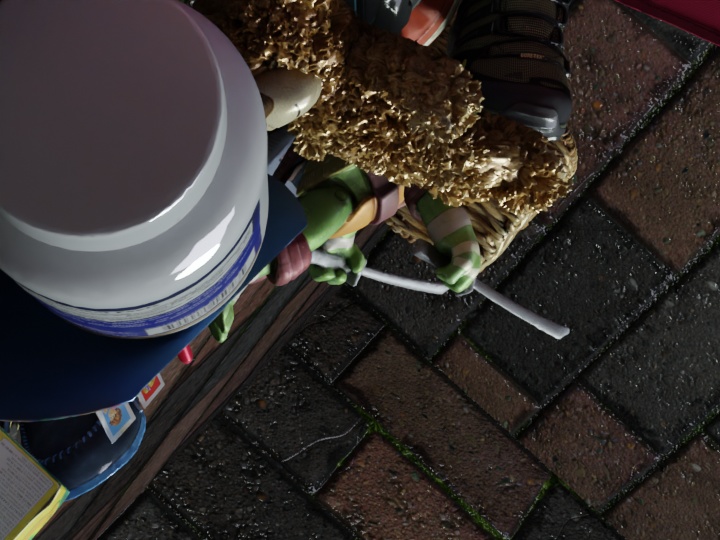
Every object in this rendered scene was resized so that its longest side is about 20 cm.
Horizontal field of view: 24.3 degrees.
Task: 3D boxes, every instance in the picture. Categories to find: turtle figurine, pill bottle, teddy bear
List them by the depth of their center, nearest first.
[{"bbox_3d":[-0.094,-0.042,0.639,0.120,0.120,0.200,-48,177,-8],"label":"pill bottle"},{"bbox_3d":[0.008,-0.070,0.769,0.200,0.145,0.067,31,84,-53],"label":"teddy bear"},{"bbox_3d":[0.000,0.000,0.908,0.193,0.144,0.201,-24,131,-19],"label":"turtle figurine"}]

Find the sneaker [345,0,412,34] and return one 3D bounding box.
[{"bbox_3d":[-0.010,-0.163,0.758,0.079,0.076,0.200,-18,150,-20],"label":"sneaker"}]

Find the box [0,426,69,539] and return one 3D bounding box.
[{"bbox_3d":[-0.246,0.140,0.783,0.200,0.117,0.048,-47,175,-12],"label":"box"}]

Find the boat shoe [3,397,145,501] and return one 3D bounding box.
[{"bbox_3d":[-0.167,0.058,0.903,0.084,0.069,0.200,-29,-157,-6],"label":"boat shoe"}]

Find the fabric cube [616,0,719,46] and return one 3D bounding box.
[{"bbox_3d":[0.189,-0.249,0.782,0.200,0.196,0.200,-46,152,-36],"label":"fabric cube"}]

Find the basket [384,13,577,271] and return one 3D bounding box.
[{"bbox_3d":[0.066,-0.120,1.219,0.143,0.200,0.149,-52,173,39],"label":"basket"}]

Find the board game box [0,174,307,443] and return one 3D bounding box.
[{"bbox_3d":[-0.119,0.017,0.794,0.200,0.157,0.039,-46,135,-38],"label":"board game box"}]

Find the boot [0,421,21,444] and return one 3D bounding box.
[{"bbox_3d":[-0.210,0.132,0.907,0.174,0.069,0.201,8,82,-82],"label":"boot"}]

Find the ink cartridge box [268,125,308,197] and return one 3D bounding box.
[{"bbox_3d":[-0.081,-0.049,1.001,0.200,0.042,0.119,-45,-152,-9],"label":"ink cartridge box"}]

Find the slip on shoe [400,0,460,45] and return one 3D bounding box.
[{"bbox_3d":[0.034,-0.199,1.001,0.061,0.074,0.200,-39,166,-40],"label":"slip on shoe"}]

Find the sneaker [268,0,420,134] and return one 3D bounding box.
[{"bbox_3d":[-0.021,-0.134,0.890,0.200,0.073,0.082,-50,-175,30],"label":"sneaker"}]

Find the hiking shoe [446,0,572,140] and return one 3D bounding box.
[{"bbox_3d":[0.089,-0.148,0.994,0.200,0.075,0.101,-99,-161,-62],"label":"hiking shoe"}]
